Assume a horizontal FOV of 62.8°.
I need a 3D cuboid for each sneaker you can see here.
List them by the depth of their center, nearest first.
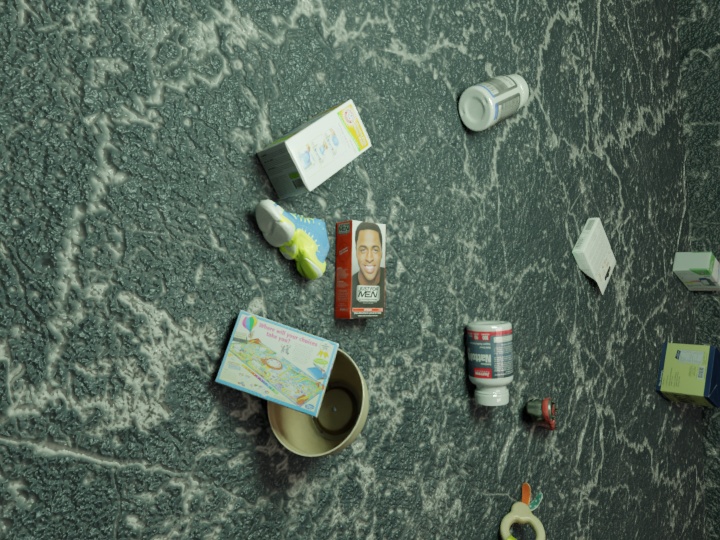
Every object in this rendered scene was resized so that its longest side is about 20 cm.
[{"bbox_3d":[-0.128,-0.082,1.173,0.202,0.074,0.107,56,44,-34],"label":"sneaker"},{"bbox_3d":[0.529,0.422,1.732,0.201,0.095,0.073,48,44,-56],"label":"sneaker"}]

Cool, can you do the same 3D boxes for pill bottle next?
[{"bbox_3d":[0.338,0.239,1.534,0.117,0.118,0.208,-3,90,-40],"label":"pill bottle"},{"bbox_3d":[0.359,-0.453,1.573,0.198,0.112,0.117,-30,108,-37],"label":"pill bottle"}]

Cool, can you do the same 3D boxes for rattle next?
[{"bbox_3d":[0.460,0.732,1.666,0.202,0.126,0.146,-67,143,-53],"label":"rattle"}]

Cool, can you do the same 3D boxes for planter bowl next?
[{"bbox_3d":[-0.065,0.261,1.149,0.135,0.194,0.206,49,56,-61],"label":"planter bowl"}]

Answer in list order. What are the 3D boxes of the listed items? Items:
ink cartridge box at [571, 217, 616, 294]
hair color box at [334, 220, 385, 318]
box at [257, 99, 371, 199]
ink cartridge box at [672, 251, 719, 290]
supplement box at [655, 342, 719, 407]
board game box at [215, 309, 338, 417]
[{"bbox_3d":[0.792,-0.047,1.992,0.162,0.049,0.202,-53,125,-29],"label":"ink cartridge box"},{"bbox_3d":[0.000,0.000,1.281,0.099,0.060,0.208,2,87,-40],"label":"hair color box"},{"bbox_3d":[-0.089,-0.242,1.175,0.199,0.111,0.103,-42,113,-34],"label":"box"},{"bbox_3d":[1.423,0.005,2.476,0.198,0.143,0.090,32,70,-36],"label":"ink cartridge box"},{"bbox_3d":[1.295,0.408,2.318,0.133,0.197,0.206,31,69,-35],"label":"supplement box"},{"bbox_3d":[-0.151,0.171,1.083,0.194,0.034,0.138,18,75,3],"label":"board game box"}]
